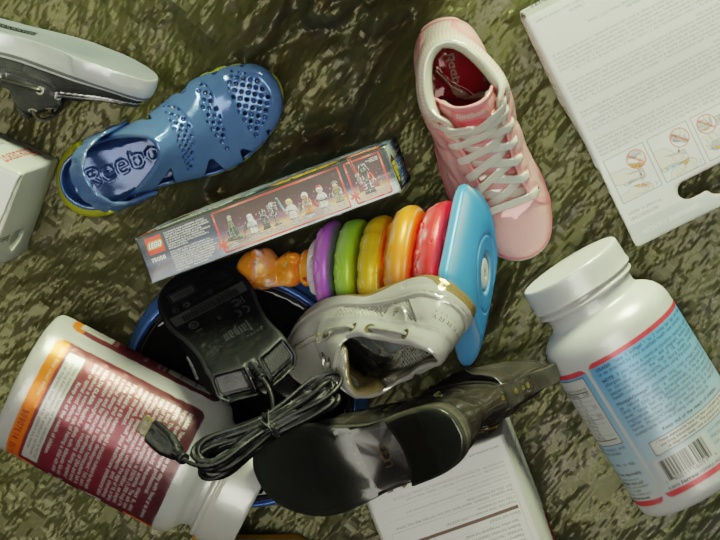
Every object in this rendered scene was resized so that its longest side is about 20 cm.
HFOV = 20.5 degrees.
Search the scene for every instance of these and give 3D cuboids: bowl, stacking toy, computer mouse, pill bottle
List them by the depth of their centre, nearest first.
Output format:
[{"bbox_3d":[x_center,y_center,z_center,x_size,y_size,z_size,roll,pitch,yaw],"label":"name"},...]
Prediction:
[{"bbox_3d":[-0.111,0.082,1.476,0.140,0.200,0.046,-32,136,-16],"label":"computer mouse"},{"bbox_3d":[0.000,0.000,1.517,0.199,0.110,0.116,1,144,17],"label":"stacking toy"},{"bbox_3d":[-0.169,0.128,1.521,0.199,0.114,0.115,28,99,0],"label":"pill bottle"},{"bbox_3d":[0.213,0.080,1.531,0.108,0.109,0.201,-31,96,8],"label":"pill bottle"},{"bbox_3d":[-0.093,0.095,1.588,0.199,0.039,0.202,1,99,4],"label":"bowl"}]

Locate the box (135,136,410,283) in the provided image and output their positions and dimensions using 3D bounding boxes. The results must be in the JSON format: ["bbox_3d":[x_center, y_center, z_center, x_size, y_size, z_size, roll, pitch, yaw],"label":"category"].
[{"bbox_3d":[-0.063,-0.048,1.514,0.199,0.137,0.040,-20,94,7],"label":"box"}]

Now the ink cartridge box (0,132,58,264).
[{"bbox_3d":[-0.346,-0.083,1.524,0.199,0.146,0.084,24,98,-1],"label":"ink cartridge box"}]

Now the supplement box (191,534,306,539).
[{"bbox_3d":[-0.048,0.289,1.524,0.108,0.200,0.110,8,102,-38],"label":"supplement box"}]

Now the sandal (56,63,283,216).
[{"bbox_3d":[-0.149,-0.096,1.539,0.199,0.087,0.080,-29,94,6],"label":"sandal"}]

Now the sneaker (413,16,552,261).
[{"bbox_3d":[0.091,-0.094,1.515,0.075,0.105,0.201,-21,99,5],"label":"sneaker"}]

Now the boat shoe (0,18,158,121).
[{"bbox_3d":[-0.258,-0.151,1.548,0.199,0.070,0.067,15,107,2],"label":"boat shoe"}]

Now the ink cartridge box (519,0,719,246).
[{"bbox_3d":[0.237,-0.145,1.531,0.162,0.057,0.201,-26,105,7],"label":"ink cartridge box"}]

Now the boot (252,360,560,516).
[{"bbox_3d":[0.037,0.118,1.488,0.199,0.174,0.070,-12,97,27],"label":"boot"}]

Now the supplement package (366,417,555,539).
[{"bbox_3d":[0.092,0.224,1.554,0.119,0.121,0.201,-20,97,7],"label":"supplement package"}]

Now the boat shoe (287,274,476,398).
[{"bbox_3d":[0.000,0.060,1.461,0.071,0.200,0.070,38,56,-20],"label":"boat shoe"}]
